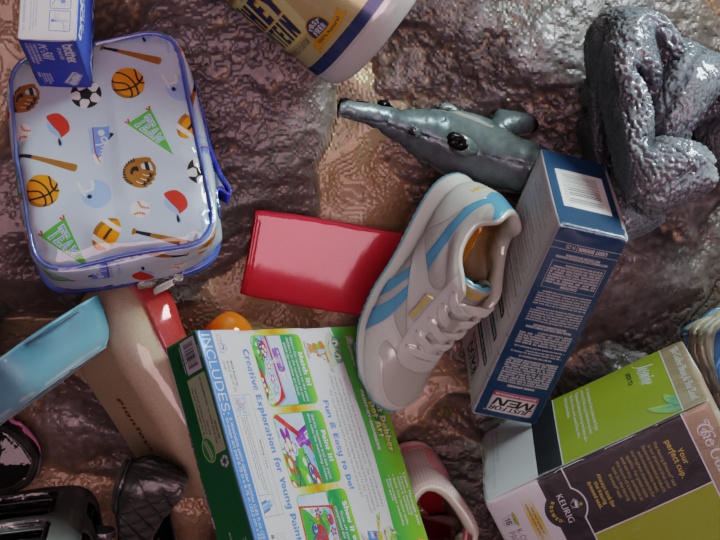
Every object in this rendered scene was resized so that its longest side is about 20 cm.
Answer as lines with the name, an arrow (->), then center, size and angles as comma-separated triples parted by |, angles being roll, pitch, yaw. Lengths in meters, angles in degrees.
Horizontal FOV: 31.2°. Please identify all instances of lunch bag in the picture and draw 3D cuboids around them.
lunch bag -> -0.185, -0.080, 0.996 | 0.158, 0.076, 0.203 | -11, 71, -8

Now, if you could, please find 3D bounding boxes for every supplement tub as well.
supplement tub -> -0.052, -0.256, 0.986 | 0.199, 0.144, 0.145 | 37, 93, -12

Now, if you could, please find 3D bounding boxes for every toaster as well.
toaster -> -0.291, 0.258, 1.025 | 0.196, 0.181, 0.121 | -6, 97, -8

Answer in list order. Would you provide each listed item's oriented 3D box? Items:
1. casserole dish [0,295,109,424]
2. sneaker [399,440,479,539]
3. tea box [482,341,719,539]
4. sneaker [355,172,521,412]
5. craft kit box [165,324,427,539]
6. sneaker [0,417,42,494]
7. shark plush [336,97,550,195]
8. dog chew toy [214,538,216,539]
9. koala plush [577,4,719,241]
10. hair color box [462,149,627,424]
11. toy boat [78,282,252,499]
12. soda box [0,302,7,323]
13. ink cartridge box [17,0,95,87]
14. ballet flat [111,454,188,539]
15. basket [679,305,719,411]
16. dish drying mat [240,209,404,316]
casserole dish -> -0.258, 0.082, 0.991 | 0.121, 0.199, 0.039 | -37, 94, -39
sneaker -> 0.066, 0.257, 1.116 | 0.074, 0.105, 0.203 | -13, 103, -8
tea box -> 0.227, 0.203, 1.060 | 0.195, 0.134, 0.202 | -25, 103, 12
sneaker -> 0.061, 0.025, 1.040 | 0.076, 0.081, 0.203 | 15, 102, -40
craft kit box -> -0.044, 0.143, 1.008 | 0.196, 0.048, 0.203 | 1, 66, -48
sneaker -> -0.356, 0.145, 1.037 | 0.197, 0.095, 0.080 | 15, 96, -12
shark plush -> 0.081, -0.114, 1.062 | 0.198, 0.083, 0.092 | 30, 95, -12
dog chew toy -> -0.068, 0.223, 1.085 | 0.123, 0.124, 0.203 | 16, 89, -11
koala plush -> 0.288, -0.131, 1.051 | 0.196, 0.177, 0.187 | -5, 81, -4
hair color box -> 0.144, 0.016, 1.045 | 0.060, 0.101, 0.202 | 12, 128, -11
toy boat -> -0.141, 0.080, 1.059 | 0.130, 0.130, 0.202 | -39, 106, -31
soda box -> -0.385, 0.019, 1.022 | 0.198, 0.068, 0.064 | 27, 95, -12
ink cartridge box -> -0.219, -0.247, 0.953 | 0.043, 0.094, 0.204 | 1, 78, -5
ballet flat -> -0.165, 0.219, 1.047 | 0.056, 0.067, 0.201 | 15, 142, 8
basket -> 0.368, 0.091, 1.080 | 0.138, 0.200, 0.179 | -25, 103, -10
dish drying mat -> 0.000, 0.000, 1.104 | 0.197, 0.018, 0.078 | 9, 99, -11
